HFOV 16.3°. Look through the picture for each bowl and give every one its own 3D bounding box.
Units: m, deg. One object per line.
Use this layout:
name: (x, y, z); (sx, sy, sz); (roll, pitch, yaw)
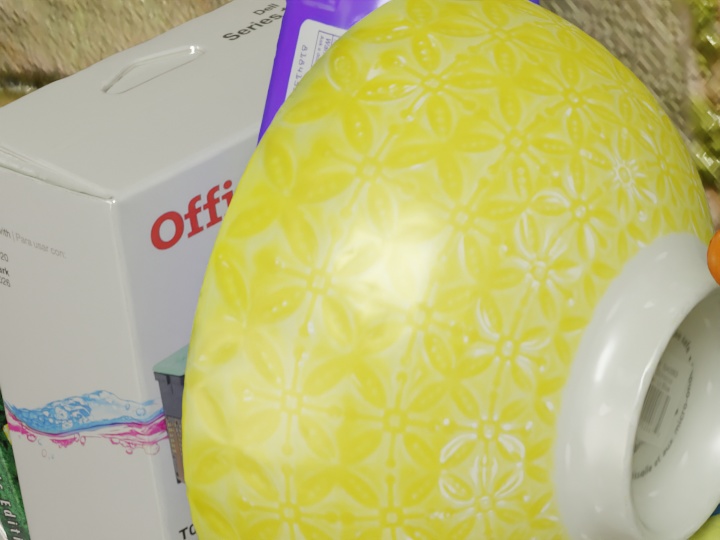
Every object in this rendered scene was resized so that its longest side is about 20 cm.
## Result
bowl: (0.051, 0.026, 0.722); (0.107, 0.200, 0.202); (17, 127, 33)

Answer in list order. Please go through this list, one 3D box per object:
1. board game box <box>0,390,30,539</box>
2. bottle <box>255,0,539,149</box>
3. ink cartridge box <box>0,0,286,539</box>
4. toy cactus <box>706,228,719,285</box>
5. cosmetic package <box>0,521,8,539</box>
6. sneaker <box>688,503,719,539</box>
board game box: (-0.112, 0.034, 0.990); (0.023, 0.104, 0.201); (6, 118, 49)
bottle: (0.000, 0.000, 0.796); (0.065, 0.083, 0.202); (21, 102, 46)
ink cartridge box: (-0.046, 0.026, 0.871); (0.084, 0.144, 0.201); (20, 127, 41)
toy cactus: (0.167, -0.048, 0.629); (0.164, 0.102, 0.202); (13, 115, 33)
cosmetic package: (-0.128, 0.134, 1.092); (0.201, 0.085, 0.108); (55, 144, 6)
sneaker: (0.093, 0.121, 0.765); (0.199, 0.105, 0.076); (-37, 95, 14)
